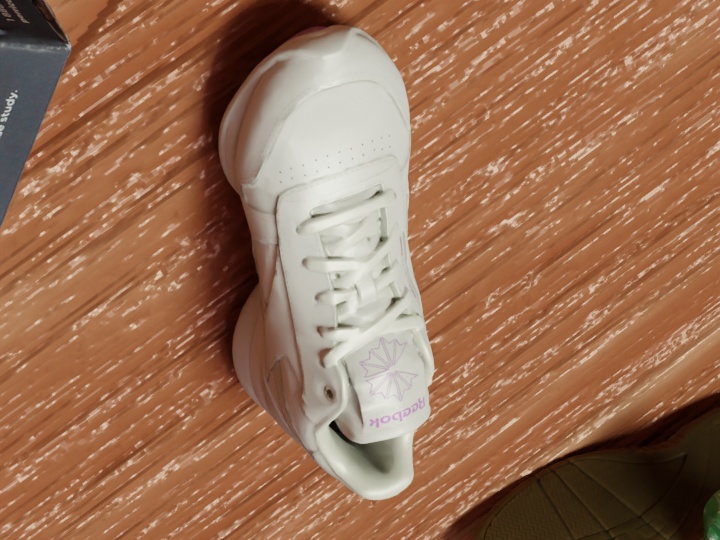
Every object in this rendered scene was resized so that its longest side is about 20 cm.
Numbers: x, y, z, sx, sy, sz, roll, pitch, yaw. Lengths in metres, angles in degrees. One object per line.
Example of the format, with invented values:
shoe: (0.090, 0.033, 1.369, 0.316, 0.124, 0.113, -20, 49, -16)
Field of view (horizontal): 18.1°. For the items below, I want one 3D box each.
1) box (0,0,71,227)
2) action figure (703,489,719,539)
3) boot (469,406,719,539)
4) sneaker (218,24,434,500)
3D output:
box: (-0.204, -0.035, 0.613, 0.200, 0.104, 0.148, 1, 128, -40)
action figure: (0.186, 0.172, 1.084, 0.118, 0.055, 0.200, -32, 139, -16)
boot: (0.137, 0.152, 1.124, 0.200, 0.072, 0.155, -21, 141, -24)
sneaker: (0.000, 0.000, 0.826, 0.075, 0.100, 0.200, -22, 138, -19)
